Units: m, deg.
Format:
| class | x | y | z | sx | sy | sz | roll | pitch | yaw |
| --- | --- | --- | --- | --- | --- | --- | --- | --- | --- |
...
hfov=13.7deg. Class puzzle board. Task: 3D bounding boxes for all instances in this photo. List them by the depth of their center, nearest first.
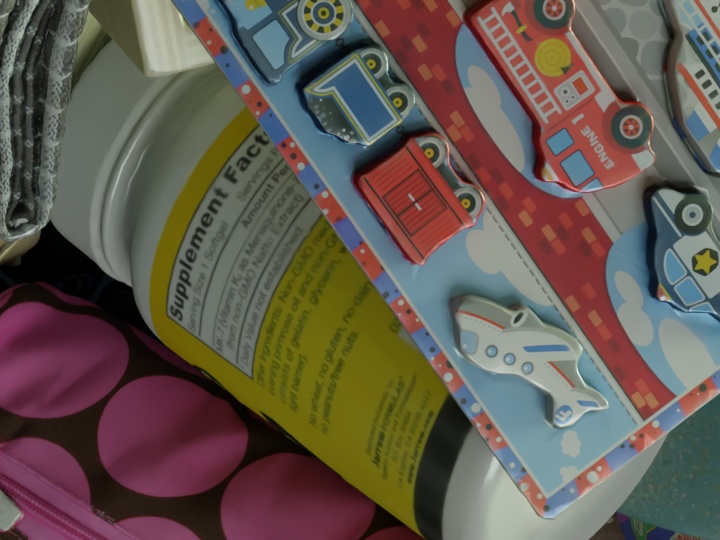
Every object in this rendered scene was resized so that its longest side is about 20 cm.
| class | x | y | z | sx | sy | sz | roll | pitch | yaw |
| --- | --- | --- | --- | --- | --- | --- | --- | --- | --- |
| puzzle board | 0.056 | -0.051 | 0.842 | 0.150 | 0.017 | 0.200 | -36 | 102 | -3 |

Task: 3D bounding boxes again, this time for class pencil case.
| class | x | y | z | sx | sy | sz | roll | pitch | yaw |
| --- | --- | --- | --- | --- | --- | --- | --- | --- | --- |
| pencil case | -0.053 | 0.084 | 0.980 | 0.094 | 0.199 | 0.091 | -15 | 129 | -64 |

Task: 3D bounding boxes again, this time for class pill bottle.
| class | x | y | z | sx | sy | sz | roll | pitch | yaw |
| --- | --- | --- | --- | --- | --- | --- | --- | --- | --- |
| pill bottle | 0.000 | 0.000 | 0.954 | 0.114 | 0.200 | 0.115 | -38 | 148 | -29 |

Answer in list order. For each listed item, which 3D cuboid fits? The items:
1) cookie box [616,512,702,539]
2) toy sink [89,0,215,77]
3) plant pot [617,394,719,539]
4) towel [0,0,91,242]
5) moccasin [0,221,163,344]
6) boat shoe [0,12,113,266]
| class | x | y | z | sx | sy | sz | roll | pitch | yaw |
| --- | --- | --- | --- | --- | --- | --- | --- | --- | --- |
| cookie box | 0.228 | 0.088 | 1.278 | 0.199 | 0.076 | 0.171 | -14 | 169 | -16 |
| toy sink | 0.008 | -0.153 | 0.887 | 0.199 | 0.112 | 0.131 | -15 | 114 | -14 |
| plant pot | 0.139 | -0.022 | 1.024 | 0.195 | 0.200 | 0.197 | -28 | 145 | -32 |
| towel | -0.129 | -0.120 | 0.843 | 0.085 | 0.166 | 0.201 | -11 | 138 | -23 |
| moccasin | -0.086 | 0.013 | 1.082 | 0.199 | 0.068 | 0.081 | -24 | 140 | -4 |
| boat shoe | -0.134 | -0.024 | 1.017 | 0.065 | 0.072 | 0.200 | 23 | 113 | -43 |
